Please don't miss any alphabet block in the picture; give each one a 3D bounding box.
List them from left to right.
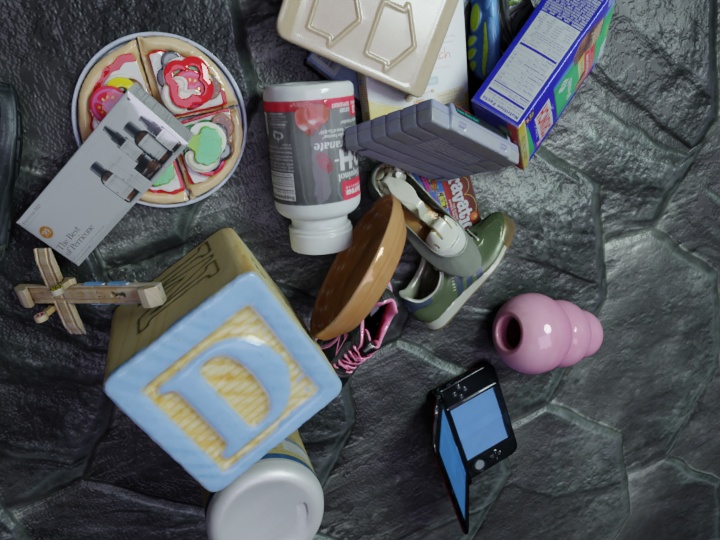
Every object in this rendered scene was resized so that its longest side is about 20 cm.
[{"bbox_3d":[-0.168,0.096,0.710,0.196,0.200,0.196,-36,117,-6],"label":"alphabet block"}]

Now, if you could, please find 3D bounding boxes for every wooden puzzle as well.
[{"bbox_3d":[0.018,-0.322,0.670,0.198,0.046,0.187,16,103,-24],"label":"wooden puzzle"}]

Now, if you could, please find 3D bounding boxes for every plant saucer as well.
[{"bbox_3d":[0.000,0.000,0.739,0.037,0.200,0.202,29,96,-13],"label":"plant saucer"}]

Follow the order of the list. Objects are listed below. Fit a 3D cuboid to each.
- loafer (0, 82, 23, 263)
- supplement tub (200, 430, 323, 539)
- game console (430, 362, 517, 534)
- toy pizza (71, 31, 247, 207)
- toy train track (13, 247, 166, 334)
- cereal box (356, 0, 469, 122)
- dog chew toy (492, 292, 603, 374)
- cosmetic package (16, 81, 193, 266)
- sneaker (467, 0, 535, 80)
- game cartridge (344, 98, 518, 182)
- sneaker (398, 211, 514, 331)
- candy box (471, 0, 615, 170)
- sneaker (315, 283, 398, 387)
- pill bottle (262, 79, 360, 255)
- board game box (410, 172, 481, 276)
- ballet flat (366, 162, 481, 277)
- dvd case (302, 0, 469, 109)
[{"bbox_3d":[-0.405,-0.101,0.628,0.070,0.068,0.203,8,108,-32],"label":"loafer"},{"bbox_3d":[-0.138,0.265,0.776,0.143,0.200,0.147,-6,110,-18],"label":"supplement tub"},{"bbox_3d":[0.190,0.284,0.953,0.171,0.119,0.202,-26,115,-11],"label":"game console"},{"bbox_3d":[-0.231,-0.172,0.691,0.198,0.032,0.203,-7,109,-19],"label":"toy pizza"},{"bbox_3d":[-0.315,0.032,0.666,0.197,0.033,0.116,-1,118,16],"label":"toy train track"},{"bbox_3d":[0.062,-0.286,0.738,0.142,0.040,0.202,-14,111,-15],"label":"cereal box"},{"bbox_3d":[0.308,0.101,0.940,0.198,0.124,0.126,5,106,-30],"label":"dog chew toy"},{"bbox_3d":[-0.284,-0.104,0.657,0.200,0.051,0.082,-44,114,13],"label":"cosmetic package"},{"bbox_3d":[0.191,-0.355,0.776,0.082,0.071,0.202,-10,113,-31],"label":"sneaker"},{"bbox_3d":[0.093,-0.151,0.709,0.199,0.129,0.039,8,74,-49],"label":"game cartridge"},{"bbox_3d":[0.132,-0.012,0.839,0.089,0.067,0.201,33,97,-32],"label":"sneaker"},{"bbox_3d":[0.237,-0.254,0.768,0.077,0.169,0.201,37,95,18],"label":"candy box"},{"bbox_3d":[-0.010,0.103,0.831,0.078,0.095,0.201,25,99,-27],"label":"sneaker"},{"bbox_3d":[-0.056,-0.127,0.728,0.109,0.111,0.203,-10,111,-17],"label":"pill bottle"},{"bbox_3d":[0.118,-0.101,0.853,0.102,0.019,0.202,-26,114,-12],"label":"board game box"},{"bbox_3d":[0.085,-0.066,0.783,0.200,0.064,0.067,44,83,2],"label":"ballet flat"},{"bbox_3d":[0.036,-0.307,0.755,0.142,0.018,0.201,31,94,-27],"label":"dvd case"}]
